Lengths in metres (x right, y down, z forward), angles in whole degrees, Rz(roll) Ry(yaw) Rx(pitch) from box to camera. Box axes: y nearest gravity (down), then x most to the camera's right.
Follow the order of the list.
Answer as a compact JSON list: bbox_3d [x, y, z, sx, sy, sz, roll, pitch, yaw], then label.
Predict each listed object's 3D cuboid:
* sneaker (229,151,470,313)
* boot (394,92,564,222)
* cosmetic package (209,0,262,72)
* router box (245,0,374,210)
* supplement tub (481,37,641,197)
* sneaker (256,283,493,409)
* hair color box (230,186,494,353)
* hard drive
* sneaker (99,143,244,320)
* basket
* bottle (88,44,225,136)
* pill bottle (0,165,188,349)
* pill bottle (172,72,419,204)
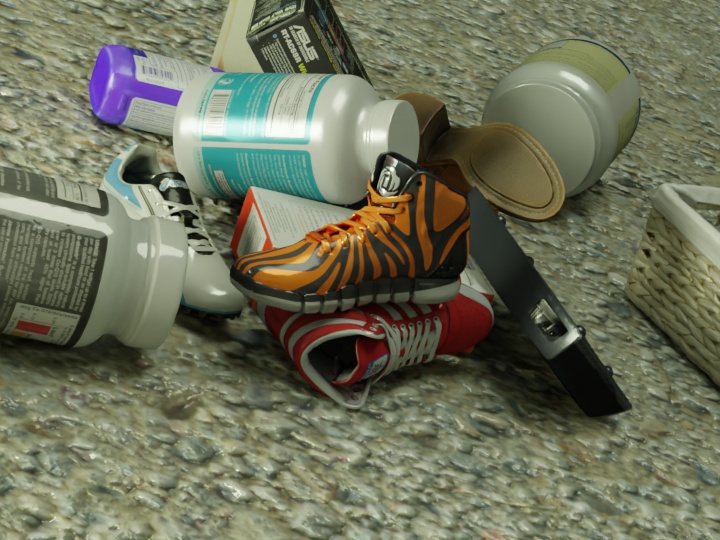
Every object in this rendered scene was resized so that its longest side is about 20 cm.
[{"bbox_3d":[-0.004,-0.034,1.347,0.199,0.113,0.078,-5,26,-32],"label":"sneaker"},{"bbox_3d":[0.114,-0.071,1.634,0.074,0.155,0.200,-43,58,-16],"label":"boot"},{"bbox_3d":[-0.087,-0.258,1.769,0.071,0.201,0.105,23,23,5],"label":"cosmetic package"},{"bbox_3d":[-0.032,-0.167,1.665,0.201,0.062,0.150,62,12,-22],"label":"router box"},{"bbox_3d":[0.211,-0.159,1.888,0.144,0.146,0.200,27,25,10],"label":"supplement tub"},{"bbox_3d":[0.026,0.056,1.389,0.199,0.072,0.113,3,26,-22],"label":"sneaker"},{"bbox_3d":[0.000,0.000,1.489,0.199,0.064,0.111,11,25,-20],"label":"hair color box"},{"bbox_3d":[0.148,0.030,1.498,0.135,0.042,0.200,51,6,-46],"label":"hard drive"},{"bbox_3d":[-0.150,-0.031,1.415,0.072,0.073,0.200,3,33,-40],"label":"sneaker"},{"bbox_3d":[0.358,0.022,1.673,0.135,0.124,0.200,3,30,-35],"label":"basket"},{"bbox_3d":[-0.152,-0.157,1.672,0.199,0.066,0.084,11,27,-24],"label":"bottle"},{"bbox_3d":[-0.229,-0.009,1.252,0.199,0.117,0.117,14,26,-21],"label":"pill bottle"},{"bbox_3d":[-0.053,-0.114,1.535,0.199,0.112,0.111,5,17,24],"label":"pill bottle"}]
